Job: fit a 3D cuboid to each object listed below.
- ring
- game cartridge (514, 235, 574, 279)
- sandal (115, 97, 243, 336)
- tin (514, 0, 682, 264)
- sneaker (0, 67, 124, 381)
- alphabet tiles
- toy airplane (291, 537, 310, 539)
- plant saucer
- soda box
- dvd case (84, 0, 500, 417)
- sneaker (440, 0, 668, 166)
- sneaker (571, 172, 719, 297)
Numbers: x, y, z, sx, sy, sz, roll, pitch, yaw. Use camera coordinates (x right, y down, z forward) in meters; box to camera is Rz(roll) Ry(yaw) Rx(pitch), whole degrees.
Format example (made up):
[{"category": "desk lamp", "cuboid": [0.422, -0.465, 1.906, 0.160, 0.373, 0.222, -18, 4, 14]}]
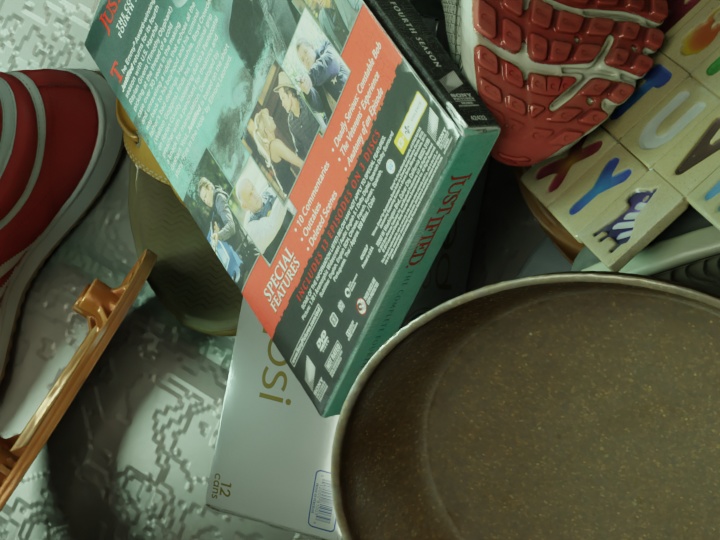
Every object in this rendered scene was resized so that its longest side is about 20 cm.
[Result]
[{"category": "ring", "cuboid": [-0.139, 0.073, 1.123, 0.019, 0.200, 0.201, 33, 106, -4]}, {"category": "game cartridge", "cuboid": [0.089, 0.092, 1.080, 0.133, 0.041, 0.201, 19, 98, 24]}, {"category": "sandal", "cuboid": [-0.064, -0.075, 1.157, 0.080, 0.054, 0.201, 1, 89, 28]}, {"category": "tin", "cuboid": [0.148, -0.038, 1.032, 0.199, 0.042, 0.112, 15, 75, 27]}, {"category": "sneaker", "cuboid": [-0.183, 0.000, 1.188, 0.071, 0.112, 0.200, 38, 106, 25]}, {"category": "alphabet tiles", "cuboid": [0.141, -0.083, 0.969, 0.200, 0.166, 0.006, -43, 113, 3]}, {"category": "toy airplane", "cuboid": [-0.067, 0.175, 1.043, 0.198, 0.200, 0.142, 2, 99, -12]}, {"category": "plant saucer", "cuboid": [0.090, 0.075, 0.970, 0.199, 0.037, 0.201, 9, 126, 12]}, {"category": "soda box", "cuboid": [0.000, 0.000, 1.112, 0.063, 0.068, 0.201, 13, 95, 28]}, {"category": "dvd case", "cuboid": [-0.031, -0.068, 1.052, 0.200, 0.022, 0.146, 55, 138, 30]}, {"category": "sneaker", "cuboid": [0.059, -0.112, 1.049, 0.082, 0.078, 0.201, -48, 26, 43]}, {"category": "sneaker", "cuboid": [0.158, -0.047, 0.978, 0.199, 0.075, 0.107, -20, 56, 13]}]
